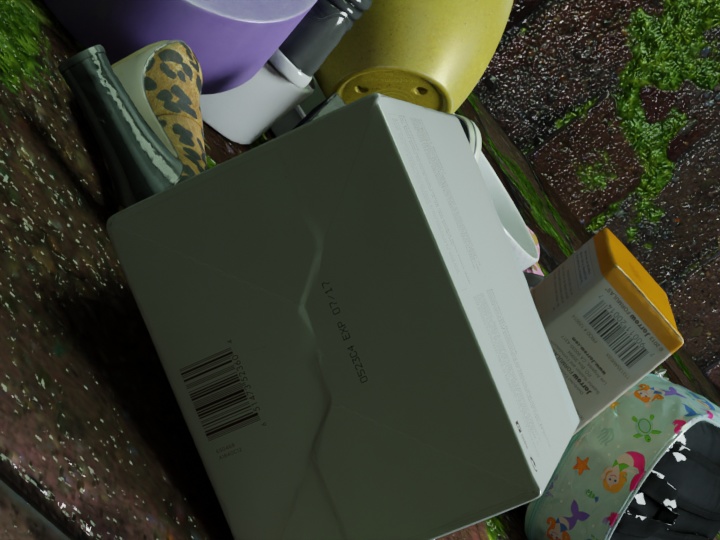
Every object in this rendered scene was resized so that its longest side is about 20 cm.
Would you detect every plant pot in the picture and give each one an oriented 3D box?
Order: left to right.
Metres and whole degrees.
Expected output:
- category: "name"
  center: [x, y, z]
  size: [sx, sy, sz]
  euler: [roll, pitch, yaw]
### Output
- category: "plant pot"
  center: [0.030, -0.198, 1.213]
  size: [0.200, 0.199, 0.143]
  euler: [39, 48, -46]

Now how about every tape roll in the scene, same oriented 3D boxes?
- category: "tape roll"
  center: [-0.127, -0.227, 1.010]
  size: [0.199, 0.085, 0.201]
  euler: [22, 47, -26]
- category: "tape roll"
  center: [-0.125, -0.200, 1.170]
  size: [0.203, 0.071, 0.203]
  euler: [49, 13, -15]

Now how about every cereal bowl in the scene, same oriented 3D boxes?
- category: "cereal bowl"
  center: [0.078, -0.069, 1.342]
  size: [0.200, 0.083, 0.200]
  euler: [51, 14, -18]

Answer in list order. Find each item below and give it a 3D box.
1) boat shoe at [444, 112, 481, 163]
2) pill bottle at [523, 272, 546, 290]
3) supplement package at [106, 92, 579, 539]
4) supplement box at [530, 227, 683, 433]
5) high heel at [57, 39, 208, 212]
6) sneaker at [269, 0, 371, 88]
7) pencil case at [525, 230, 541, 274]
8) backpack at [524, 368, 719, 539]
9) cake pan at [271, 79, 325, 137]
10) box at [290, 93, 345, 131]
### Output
- category: "boat shoe"
  center: [0.008, -0.090, 1.160]
  size: [0.062, 0.199, 0.075]
  euler: [13, 81, -49]
- category: "pill bottle"
  center: [0.147, 0.061, 1.218]
  size: [0.106, 0.106, 0.200]
  euler: [58, 13, 23]
- category: "supplement package"
  center: [0.003, 0.031, 0.736]
  size: [0.192, 0.146, 0.200]
  euler: [68, 14, 2]
- category: "supplement box"
  center: [0.121, 0.072, 1.007]
  size: [0.074, 0.200, 0.126]
  euler: [47, 14, -6]
- category: "high heel"
  center: [-0.113, -0.065, 0.883]
  size: [0.143, 0.071, 0.200]
  euler: [62, 11, -3]
- category: "sneaker"
  center: [-0.053, -0.239, 1.147]
  size: [0.071, 0.099, 0.200]
  euler: [34, 21, -50]
- category: "pencil case"
  center: [0.164, 0.016, 1.557]
  size: [0.087, 0.083, 0.200]
  euler: [49, 14, -18]
- category: "backpack"
  center: [0.211, 0.165, 1.147]
  size: [0.150, 0.178, 0.200]
  euler: [34, 8, 28]
- category: "cake pan"
  center: [-0.028, -0.114, 1.356]
  size: [0.200, 0.037, 0.200]
  euler: [49, 13, -15]
- category: "box"
  center: [0.000, 0.000, 0.978]
  size: [0.200, 0.036, 0.143]
  euler: [50, 51, -10]
